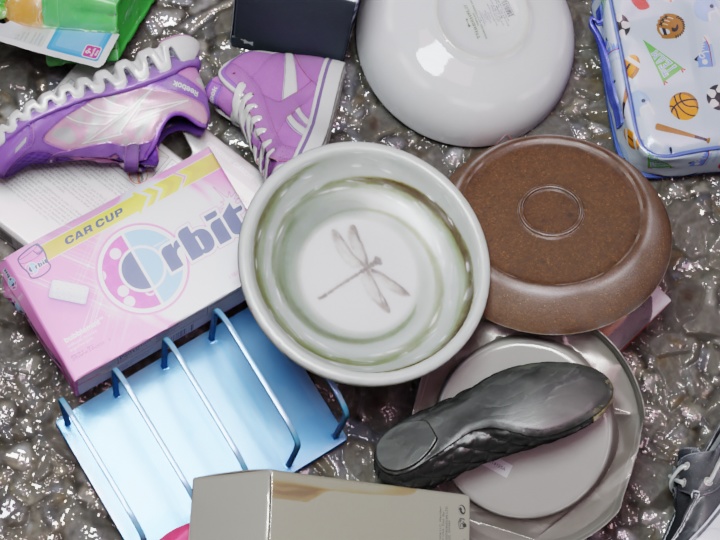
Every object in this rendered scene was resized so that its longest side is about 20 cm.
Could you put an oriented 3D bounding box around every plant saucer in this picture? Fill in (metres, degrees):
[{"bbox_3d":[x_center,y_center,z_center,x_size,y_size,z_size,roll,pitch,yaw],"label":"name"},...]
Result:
[{"bbox_3d":[0.000,0.000,1.378,0.199,0.050,0.202,4,68,-11],"label":"plant saucer"},{"bbox_3d":[0.154,-0.040,1.432,0.199,0.035,0.201,-1,53,1],"label":"plant saucer"}]

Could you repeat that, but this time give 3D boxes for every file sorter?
[{"bbox_3d":[-0.124,0.118,1.405,0.199,0.123,0.139,-30,80,-15],"label":"file sorter"}]

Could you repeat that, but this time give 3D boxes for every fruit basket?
[{"bbox_3d":[-0.276,-0.255,1.490,0.199,0.094,0.186,19,46,4],"label":"fruit basket"}]

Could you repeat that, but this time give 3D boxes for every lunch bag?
[{"bbox_3d":[0.285,-0.185,1.568,0.159,0.076,0.201,-7,76,-6],"label":"lunch bag"}]

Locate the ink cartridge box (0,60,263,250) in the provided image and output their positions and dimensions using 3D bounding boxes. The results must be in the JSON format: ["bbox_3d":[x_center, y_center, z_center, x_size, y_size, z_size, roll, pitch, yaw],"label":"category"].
[{"bbox_3d":[-0.204,-0.064,1.488,0.200,0.045,0.176,38,73,5],"label":"ink cartridge box"}]

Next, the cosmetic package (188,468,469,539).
[{"bbox_3d":[-0.022,0.197,1.337,0.199,0.105,0.072,14,73,-40],"label":"cosmetic package"}]

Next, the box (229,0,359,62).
[{"bbox_3d":[-0.037,-0.299,1.522,0.106,0.149,0.201,15,73,-2],"label":"box"}]

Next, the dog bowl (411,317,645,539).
[{"bbox_3d":[0.133,0.127,1.434,0.198,0.059,0.202,0,90,11],"label":"dog bowl"}]

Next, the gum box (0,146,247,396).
[{"bbox_3d":[-0.179,0.004,1.414,0.199,0.066,0.114,-30,81,-14],"label":"gum box"}]

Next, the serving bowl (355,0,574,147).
[{"bbox_3d":[0.099,-0.213,1.550,0.198,0.066,0.202,3,74,-11],"label":"serving bowl"}]

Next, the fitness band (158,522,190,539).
[{"bbox_3d":[-0.085,0.264,1.364,0.199,0.037,0.145,9,76,-36],"label":"fitness band"}]

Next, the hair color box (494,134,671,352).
[{"bbox_3d":[0.156,-0.007,1.506,0.101,0.061,0.200,-43,83,-16],"label":"hair color box"}]

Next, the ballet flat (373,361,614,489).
[{"bbox_3d":[0.103,0.121,1.393,0.199,0.057,0.067,-19,64,4],"label":"ballet flat"}]

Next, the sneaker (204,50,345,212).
[{"bbox_3d":[-0.082,-0.113,1.480,0.113,0.073,0.201,13,40,-2],"label":"sneaker"}]

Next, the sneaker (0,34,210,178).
[{"bbox_3d":[-0.206,-0.115,1.443,0.199,0.080,0.089,-26,89,-12],"label":"sneaker"}]

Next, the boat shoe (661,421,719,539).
[{"bbox_3d":[0.286,0.176,1.463,0.068,0.072,0.200,39,71,3],"label":"boat shoe"}]
